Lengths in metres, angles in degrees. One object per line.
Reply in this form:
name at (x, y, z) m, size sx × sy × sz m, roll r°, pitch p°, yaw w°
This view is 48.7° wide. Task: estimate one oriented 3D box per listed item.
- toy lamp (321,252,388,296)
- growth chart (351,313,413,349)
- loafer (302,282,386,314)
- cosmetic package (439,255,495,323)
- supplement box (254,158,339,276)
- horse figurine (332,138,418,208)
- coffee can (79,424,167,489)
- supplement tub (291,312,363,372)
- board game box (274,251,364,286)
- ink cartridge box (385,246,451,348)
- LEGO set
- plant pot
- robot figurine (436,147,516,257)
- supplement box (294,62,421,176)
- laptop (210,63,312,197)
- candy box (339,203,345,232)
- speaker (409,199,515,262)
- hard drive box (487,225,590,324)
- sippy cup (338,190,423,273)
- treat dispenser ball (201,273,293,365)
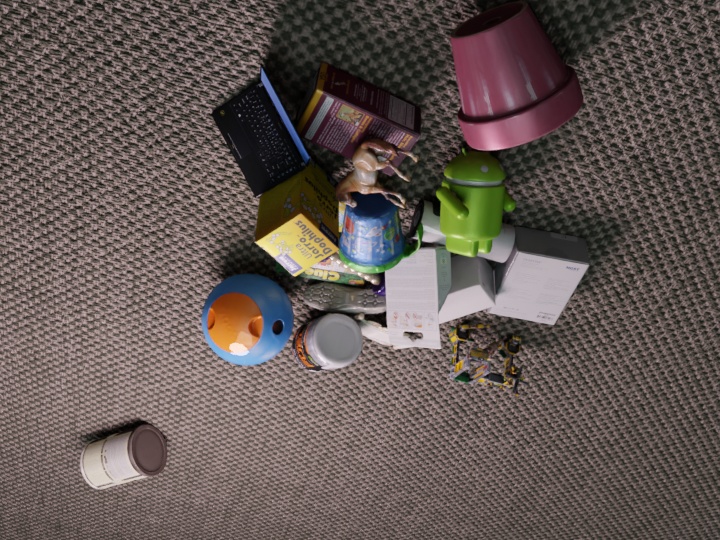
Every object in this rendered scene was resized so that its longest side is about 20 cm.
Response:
toy lamp at (0.000, 0.000, 1.680) m, size 0.200 × 0.058 × 0.058 m, roll 29°, pitch 132°, yaw -26°
growth chart at (0.047, 0.144, 1.832) m, size 0.200 × 0.018 × 0.145 m, roll 25°, pitch 159°, yaw -28°
loafer at (-0.029, 0.068, 1.776) m, size 0.200 × 0.070 × 0.070 m, roll 7°, pitch 164°, yaw 15°
cosmetic package at (0.181, 0.044, 1.704) m, size 0.200 × 0.108 × 0.085 m, roll -19°, pitch 132°, yaw 25°
supplement box at (-0.113, -0.109, 1.464) m, size 0.109 × 0.200 × 0.109 m, roll -31°, pitch 127°, yaw 24°
horse figurine at (0.027, -0.172, 1.394) m, size 0.132 × 0.050 × 0.200 m, roll 23°, pitch 148°, yaw 7°
coffee can at (-0.678, 0.535, 2.280) m, size 0.200 × 0.147 × 0.146 m, roll -19°, pitch 132°, yaw 24°
supplement tub at (-0.082, 0.167, 1.809) m, size 0.122 × 0.123 × 0.200 m, roll 21°, pitch 162°, yaw -16°
board game box at (-0.082, -0.020, 1.723) m, size 0.200 × 0.023 × 0.105 m, roll 8°, pitch 139°, yaw -4°
ink cartridge box at (0.119, 0.053, 1.626) m, size 0.047 × 0.200 × 0.160 m, roll -5°, pitch -177°, yaw -38°
LEGO set at (0.297, 0.193, 1.818) m, size 0.200 × 0.154 × 0.116 m, roll 23°, pitch 152°, yaw -8°
plant pot at (0.233, -0.317, 1.268) m, size 0.200 × 0.200 × 0.179 m, roll -17°, pitch 117°, yaw 22°
robot figurine at (0.208, -0.130, 1.480) m, size 0.116 × 0.175 × 0.200 m, roll 18°, pitch 112°, yaw 44°
supplement box at (-0.004, -0.265, 1.406) m, size 0.200 × 0.086 × 0.110 m, roll 21°, pitch 136°, yaw -16°
laptop at (-0.176, -0.236, 1.385) m, size 0.200 × 0.103 × 0.177 m, roll -25°, pitch 94°, yaw 30°
candy box at (-0.095, -0.141, 1.592) m, size 0.102 × 0.026 × 0.200 m, roll -35°, pitch 124°, yaw 30°
speaker at (0.205, -0.077, 1.591) m, size 0.200 × 0.081 × 0.081 m, roll 15°, pitch 136°, yaw -10°
hard drive box at (0.369, 0.014, 1.675) m, size 0.156 × 0.077 × 0.200 m, roll 10°, pitch 137°, yaw -6°
sippy cup at (0.022, -0.087, 1.528) m, size 0.178 × 0.140 × 0.130 m, roll -15°, pitch 139°, yaw -13°
treat dispenser ball at (-0.246, 0.107, 1.743) m, size 0.201 × 0.201 × 0.201 m, roll 3°, pitch 137°, yaw 3°
